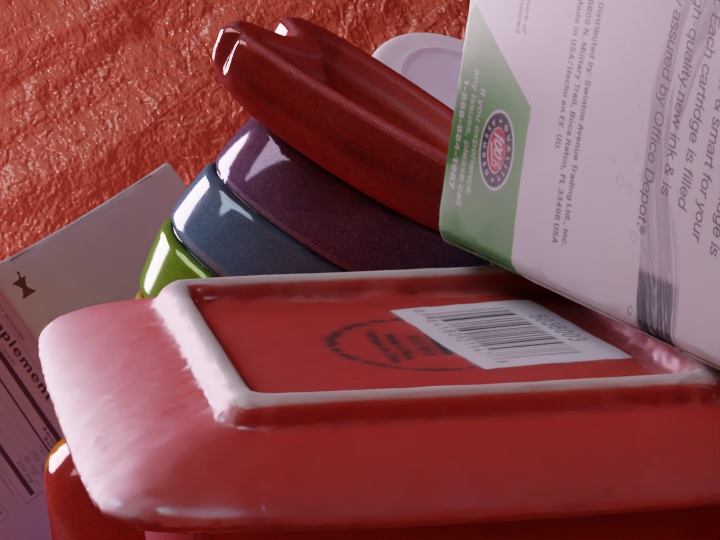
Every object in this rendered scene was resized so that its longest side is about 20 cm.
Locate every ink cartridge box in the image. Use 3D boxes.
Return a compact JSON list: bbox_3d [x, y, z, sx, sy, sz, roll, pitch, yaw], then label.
[{"bbox_3d":[0.112,-0.052,0.692,0.083,0.147,0.200,1,15,-30],"label":"ink cartridge box"}]

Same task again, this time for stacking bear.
[{"bbox_3d":[-0.036,0.031,0.868,0.200,0.114,0.121,-59,-7,12],"label":"stacking bear"}]

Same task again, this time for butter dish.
[{"bbox_3d":[0.017,0.085,0.725,0.199,0.148,0.200,-3,13,-12],"label":"butter dish"}]

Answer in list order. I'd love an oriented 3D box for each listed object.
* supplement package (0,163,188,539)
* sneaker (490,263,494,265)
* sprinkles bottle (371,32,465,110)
[{"bbox_3d":[-0.130,0.065,1.028,0.200,0.110,0.114,-36,0,43],"label":"supplement package"},{"bbox_3d":[0.077,-0.043,1.027,0.200,0.082,0.078,110,175,-48],"label":"sneaker"},{"bbox_3d":[0.000,0.000,1.028,0.068,0.068,0.200,-35,-20,-45],"label":"sprinkles bottle"}]
